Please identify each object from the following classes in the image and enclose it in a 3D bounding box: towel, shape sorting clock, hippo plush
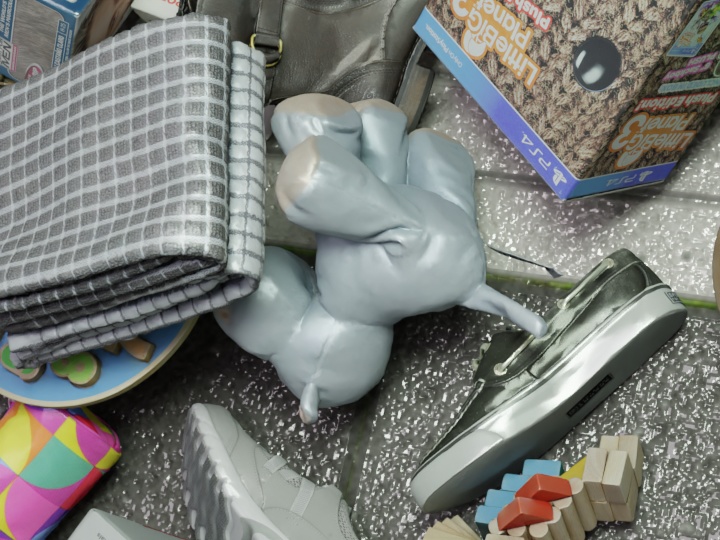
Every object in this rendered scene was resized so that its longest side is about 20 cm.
[{"bbox_3d":[-0.153,-0.049,1.045,0.200,0.086,0.166,-16,62,26],"label":"towel"},{"bbox_3d":[-0.185,-0.011,1.129,0.200,0.039,0.200,-7,71,22],"label":"shape sorting clock"},{"bbox_3d":[0.000,0.000,1.095,0.200,0.159,0.161,35,119,-4],"label":"hippo plush"}]

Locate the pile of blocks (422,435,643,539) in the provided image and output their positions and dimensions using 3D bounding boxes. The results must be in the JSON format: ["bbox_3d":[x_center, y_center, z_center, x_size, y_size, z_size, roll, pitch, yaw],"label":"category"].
[{"bbox_3d":[0.080,0.150,1.021,0.200,0.062,0.082,-40,52,-13],"label":"pile of blocks"}]

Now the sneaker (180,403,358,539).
[{"bbox_3d":[-0.048,0.157,1.100,0.200,0.082,0.075,51,140,36],"label":"sneaker"}]

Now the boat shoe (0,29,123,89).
[{"bbox_3d":[-0.255,-0.163,1.261,0.200,0.065,0.072,18,105,22],"label":"boat shoe"}]

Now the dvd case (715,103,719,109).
[{"bbox_3d":[0.160,-0.168,1.140,0.143,0.018,0.200,-48,63,1],"label":"dvd case"}]

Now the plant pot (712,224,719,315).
[{"bbox_3d":[0.303,-0.004,0.970,0.201,0.201,0.093,17,39,25],"label":"plant pot"}]

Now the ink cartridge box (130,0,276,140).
[{"bbox_3d":[-0.074,-0.201,1.212,0.116,0.067,0.200,24,83,25],"label":"ink cartridge box"}]

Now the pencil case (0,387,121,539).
[{"bbox_3d":[-0.245,0.156,1.158,0.088,0.088,0.200,41,90,26],"label":"pencil case"}]

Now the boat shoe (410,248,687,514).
[{"bbox_3d":[0.103,0.067,1.064,0.200,0.071,0.064,-39,65,-3],"label":"boat shoe"}]

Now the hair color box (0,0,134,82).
[{"bbox_3d":[-0.173,-0.218,1.192,0.061,0.100,0.200,28,57,2],"label":"hair color box"}]

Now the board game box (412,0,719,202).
[{"bbox_3d":[0.148,-0.170,1.026,0.159,0.097,0.200,52,133,26],"label":"board game box"}]

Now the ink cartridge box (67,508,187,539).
[{"bbox_3d":[-0.166,0.255,1.061,0.083,0.145,0.200,37,89,24],"label":"ink cartridge box"}]

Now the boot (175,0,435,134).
[{"bbox_3d":[-0.031,-0.180,1.131,0.174,0.069,0.200,15,83,-19],"label":"boot"}]
